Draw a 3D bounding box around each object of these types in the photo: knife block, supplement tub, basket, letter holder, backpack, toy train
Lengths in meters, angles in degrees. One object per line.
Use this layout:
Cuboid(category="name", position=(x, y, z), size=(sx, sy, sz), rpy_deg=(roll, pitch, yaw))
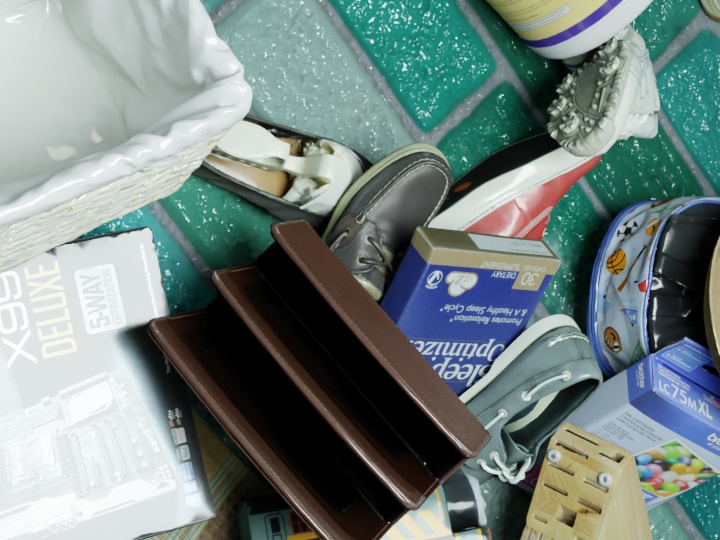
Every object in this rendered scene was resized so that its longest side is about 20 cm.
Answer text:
Cuboid(category="knife block", position=(0.192, 0.218, 1.183), size=(0.175, 0.064, 0.201), rpy_deg=(1, 108, -52))
Cuboid(category="supplement tub", position=(0.126, -0.273, 1.127), size=(0.200, 0.145, 0.146), rpy_deg=(42, 72, -23))
Cuboid(category="basket", position=(-0.206, -0.116, 0.912), size=(0.198, 0.161, 0.200), rpy_deg=(-27, 82, -25))
Cuboid(category="letter holder", position=(-0.025, 0.074, 0.974), size=(0.101, 0.142, 0.200), rpy_deg=(-42, 84, 12))
Cuboid(category="backpack", position=(0.272, 0.024, 1.212), size=(0.190, 0.154, 0.201), rpy_deg=(15, 78, -37))
Cuboid(category="toy train", position=(0.004, 0.203, 1.067), size=(0.199, 0.085, 0.114), rpy_deg=(-9, 79, -12))

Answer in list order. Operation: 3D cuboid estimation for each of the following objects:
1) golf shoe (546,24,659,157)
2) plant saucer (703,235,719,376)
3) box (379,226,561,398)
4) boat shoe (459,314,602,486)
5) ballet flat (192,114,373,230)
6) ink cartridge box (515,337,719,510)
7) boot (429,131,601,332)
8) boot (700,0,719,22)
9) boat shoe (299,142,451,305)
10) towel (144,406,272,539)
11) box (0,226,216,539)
Cuboid(category="golf shoe", position=(0.200, -0.132, 1.157), size=(0.097, 0.078, 0.200), rpy_deg=(44, 33, -17))
Cuboid(category="plant saucer", position=(0.318, 0.043, 1.125), size=(0.200, 0.035, 0.201), rpy_deg=(11, 71, -33))
Cuboid(category="box", position=(0.052, 0.062, 1.095), size=(0.121, 0.032, 0.200), rpy_deg=(4, 125, -36))
Cuboid(category="boat shoe", position=(0.101, 0.123, 1.111), size=(0.073, 0.062, 0.200), rpy_deg=(20, 116, -47))
Cuboid(category="ballet flat", position=(-0.055, -0.072, 1.078), size=(0.199, 0.068, 0.068), rpy_deg=(15, 83, -28))
Cuboid(category="ink cartridge box", position=(0.218, 0.130, 1.166), size=(0.119, 0.200, 0.042), rpy_deg=(29, 42, -25))
Cuboid(category="boot", position=(0.124, -0.012, 1.179), size=(0.200, 0.072, 0.145), rpy_deg=(-34, 107, -15))
Cuboid(category="boot", position=(0.327, -0.308, 1.229), size=(0.072, 0.154, 0.201), rpy_deg=(-22, 102, -26))
Cuboid(category="boat shoe", position=(0.000, 0.000, 1.074), size=(0.073, 0.065, 0.200), rpy_deg=(32, 103, -34))
Cuboid(category="towel", position=(-0.167, 0.146, 1.051), size=(0.147, 0.022, 0.200), rpy_deg=(-49, 113, -19))
Cuboid(category="box", position=(-0.195, 0.084, 0.989), size=(0.157, 0.050, 0.201), rpy_deg=(-12, 90, -23))
